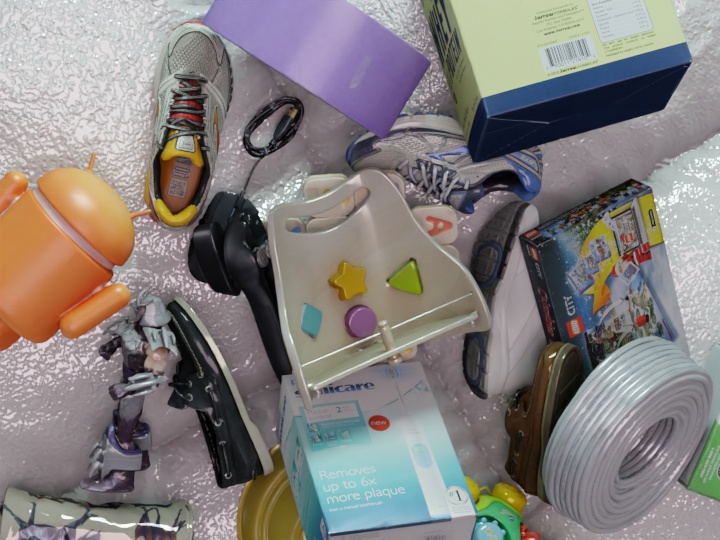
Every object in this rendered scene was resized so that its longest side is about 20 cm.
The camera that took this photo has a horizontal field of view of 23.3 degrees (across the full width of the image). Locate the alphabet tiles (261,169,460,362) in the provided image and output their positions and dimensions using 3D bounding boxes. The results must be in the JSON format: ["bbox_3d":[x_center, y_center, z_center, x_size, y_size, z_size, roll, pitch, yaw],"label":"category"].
[{"bbox_3d":[0.000,0.000,1.692,0.194,0.015,0.202,-4,115,3],"label":"alphabet tiles"}]

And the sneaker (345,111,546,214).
[{"bbox_3d":[0.086,-0.100,1.675,0.198,0.077,0.086,-2,70,-8],"label":"sneaker"}]

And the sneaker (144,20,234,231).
[{"bbox_3d":[-0.159,-0.133,1.643,0.077,0.082,0.202,4,98,-9],"label":"sneaker"}]

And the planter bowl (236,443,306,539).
[{"bbox_3d":[-0.022,0.260,1.732,0.199,0.083,0.202,-1,100,-8],"label":"planter bowl"}]

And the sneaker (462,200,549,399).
[{"bbox_3d":[0.155,0.029,1.735,0.086,0.074,0.202,1,106,-21],"label":"sneaker"}]

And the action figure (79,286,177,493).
[{"bbox_3d":[-0.218,0.109,1.658,0.069,0.130,0.202,9,109,-11],"label":"action figure"}]

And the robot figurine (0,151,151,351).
[{"bbox_3d":[-0.290,-0.012,1.627,0.200,0.144,0.117,-45,132,1],"label":"robot figurine"}]

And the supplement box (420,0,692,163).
[{"bbox_3d":[0.172,-0.236,1.615,0.198,0.134,0.201,-15,77,-6],"label":"supplement box"}]

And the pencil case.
[{"bbox_3d":[-0.261,0.256,1.693,0.198,0.089,0.079,5,93,-7],"label":"pencil case"}]

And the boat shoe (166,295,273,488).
[{"bbox_3d":[-0.154,0.123,1.692,0.066,0.074,0.200,-29,111,-13],"label":"boat shoe"}]

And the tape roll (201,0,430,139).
[{"bbox_3d":[-0.040,-0.207,1.588,0.199,0.200,0.085,32,95,-13],"label":"tape roll"}]

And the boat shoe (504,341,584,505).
[{"bbox_3d":[0.172,0.147,1.712,0.068,0.072,0.201,24,133,27],"label":"boat shoe"}]

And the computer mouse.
[{"bbox_3d":[-0.109,-0.077,1.685,0.058,0.034,0.201,25,95,-11],"label":"computer mouse"}]

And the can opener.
[{"bbox_3d":[-0.088,0.028,1.679,0.063,0.078,0.201,-50,126,-37],"label":"can opener"}]

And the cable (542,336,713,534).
[{"bbox_3d":[0.259,0.161,1.691,0.200,0.069,0.200,-51,147,0],"label":"cable"}]

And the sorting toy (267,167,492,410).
[{"bbox_3d":[-0.006,0.006,1.632,0.199,0.107,0.181,-22,99,-18],"label":"sorting toy"}]

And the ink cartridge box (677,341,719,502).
[{"bbox_3d":[0.436,0.180,1.788,0.199,0.084,0.147,21,96,-12],"label":"ink cartridge box"}]

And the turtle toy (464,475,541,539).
[{"bbox_3d":[0.132,0.292,1.736,0.199,0.101,0.147,16,105,-43],"label":"turtle toy"}]

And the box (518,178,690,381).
[{"bbox_3d":[0.243,0.029,1.719,0.136,0.038,0.201,-25,116,-16],"label":"box"}]

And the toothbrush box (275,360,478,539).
[{"bbox_3d":[0.011,0.190,1.653,0.145,0.201,0.086,-4,132,-14],"label":"toothbrush box"}]
